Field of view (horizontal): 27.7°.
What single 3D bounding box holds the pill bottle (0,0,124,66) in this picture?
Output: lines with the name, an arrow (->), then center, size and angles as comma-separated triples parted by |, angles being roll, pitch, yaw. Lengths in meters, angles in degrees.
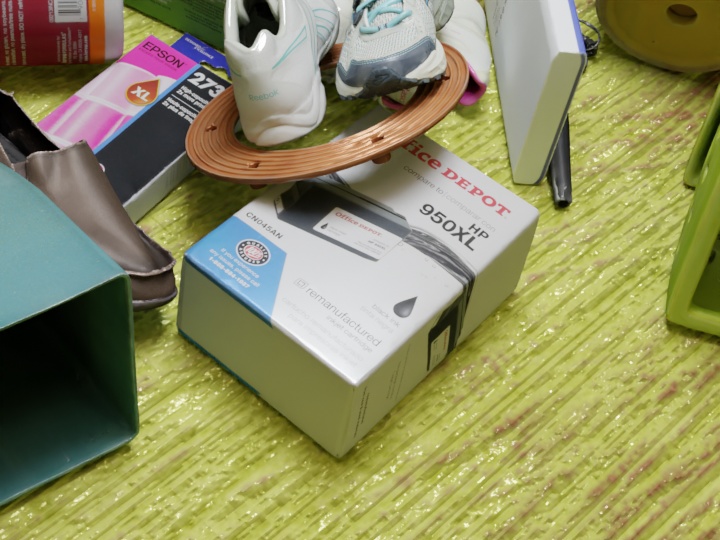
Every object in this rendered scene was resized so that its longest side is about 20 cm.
pill bottle -> -0.273, -0.203, 1.051 | 0.199, 0.113, 0.113 | -3, 52, -11

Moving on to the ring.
ring -> -0.022, -0.107, 0.990 | 0.199, 0.019, 0.201 | -13, 31, 8

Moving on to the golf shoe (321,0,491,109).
golf shoe -> 0.007, -0.164, 1.102 | 0.199, 0.075, 0.092 | -4, 55, -13

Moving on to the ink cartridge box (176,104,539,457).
ink cartridge box -> 0.000, 0.000, 0.956 | 0.144, 0.084, 0.200 | 36, 53, 19

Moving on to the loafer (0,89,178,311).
loafer -> -0.195, -0.048, 0.940 | 0.200, 0.071, 0.073 | 36, 28, 12

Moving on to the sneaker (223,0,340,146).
sneaker -> -0.056, -0.170, 0.995 | 0.070, 0.080, 0.201 | -14, 37, 9

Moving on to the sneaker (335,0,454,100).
sneaker -> 0.015, -0.183, 0.992 | 0.077, 0.087, 0.200 | -11, 30, 12

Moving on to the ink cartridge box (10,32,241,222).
ink cartridge box -> -0.150, -0.110, 1.052 | 0.094, 0.037, 0.200 | 32, 50, 15

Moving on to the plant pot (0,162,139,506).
plant pot -> -0.244, 0.020, 0.866 | 0.141, 0.142, 0.200 | -25, 51, -28

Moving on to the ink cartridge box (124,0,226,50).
ink cartridge box -> -0.110, -0.283, 1.173 | 0.147, 0.076, 0.200 | 26, 52, 11

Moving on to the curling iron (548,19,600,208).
curling iron -> 0.159, -0.129, 1.130 | 0.049, 0.026, 0.201 | 9, 50, 0

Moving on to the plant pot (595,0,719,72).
plant pot -> 0.277, -0.271, 1.174 | 0.200, 0.201, 0.190 | 19, 66, 5

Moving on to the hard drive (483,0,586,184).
hard drive -> 0.128, -0.184, 1.100 | 0.025, 0.132, 0.201 | 3, 51, -9

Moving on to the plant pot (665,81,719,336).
plant pot -> 0.331, -0.068, 1.010 | 0.198, 0.201, 0.182 | 13, 42, 1
